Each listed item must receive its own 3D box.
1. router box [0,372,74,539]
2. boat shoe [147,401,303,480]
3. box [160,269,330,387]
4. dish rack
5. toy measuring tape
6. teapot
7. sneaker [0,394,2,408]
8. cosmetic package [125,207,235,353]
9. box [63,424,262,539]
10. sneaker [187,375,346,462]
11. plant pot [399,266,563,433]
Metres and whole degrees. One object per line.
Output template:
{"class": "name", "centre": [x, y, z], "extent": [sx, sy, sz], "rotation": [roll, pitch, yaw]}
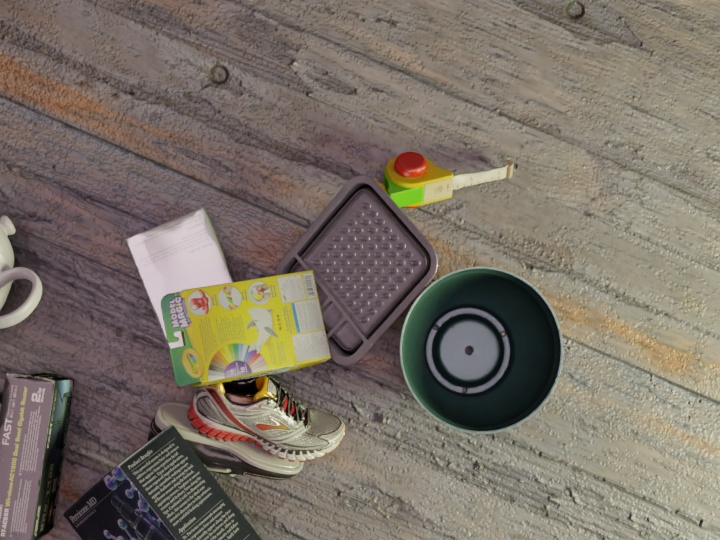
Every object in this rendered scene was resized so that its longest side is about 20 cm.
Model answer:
{"class": "router box", "centre": [-0.405, 0.226, 1.503], "extent": [0.062, 0.150, 0.202], "rotation": [7, 86, -3]}
{"class": "boat shoe", "centre": [-0.172, 0.228, 1.554], "extent": [0.199, 0.074, 0.061], "rotation": [18, 121, -13]}
{"class": "box", "centre": [-0.143, 0.073, 1.493], "extent": [0.199, 0.048, 0.118], "rotation": [-8, 81, -27]}
{"class": "dish rack", "centre": [0.000, 0.000, 1.542], "extent": [0.200, 0.043, 0.172], "rotation": [-49, 67, 21]}
{"class": "toy measuring tape", "centre": [0.099, -0.127, 1.595], "extent": [0.199, 0.074, 0.074], "rotation": [-15, 86, -16]}
{"class": "teapot", "centre": [-0.490, -0.017, 1.507], "extent": [0.146, 0.197, 0.201], "rotation": [-32, 99, -16]}
{"class": "sneaker", "centre": [-0.492, 0.250, 1.539], "extent": [0.080, 0.074, 0.202], "rotation": [-10, 66, 41]}
{"class": "cosmetic package", "centre": [-0.210, 0.034, 1.560], "extent": [0.112, 0.081, 0.201], "rotation": [-21, 88, -4]}
{"class": "box", "centre": [-0.236, 0.319, 1.490], "extent": [0.200, 0.107, 0.148], "rotation": [51, 128, 3]}
{"class": "sneaker", "centre": [-0.110, 0.179, 1.528], "extent": [0.199, 0.078, 0.083], "rotation": [15, 120, -16]}
{"class": "plant pot", "centre": [0.143, 0.099, 1.538], "extent": [0.199, 0.134, 0.202], "rotation": [0, 86, -2]}
